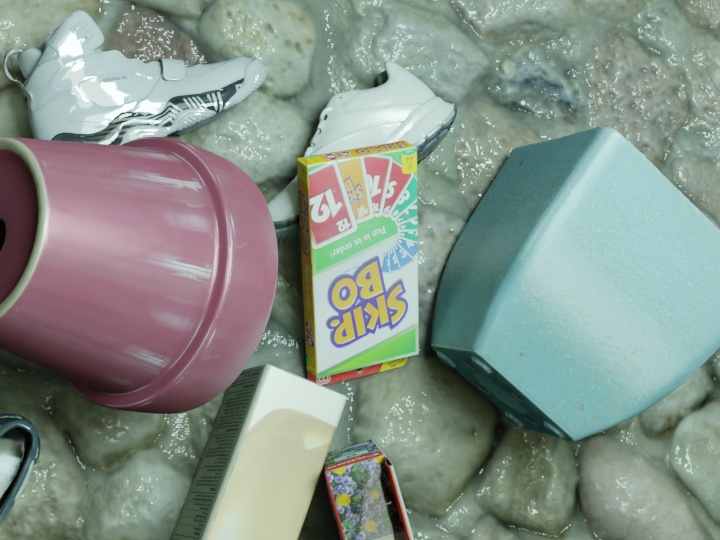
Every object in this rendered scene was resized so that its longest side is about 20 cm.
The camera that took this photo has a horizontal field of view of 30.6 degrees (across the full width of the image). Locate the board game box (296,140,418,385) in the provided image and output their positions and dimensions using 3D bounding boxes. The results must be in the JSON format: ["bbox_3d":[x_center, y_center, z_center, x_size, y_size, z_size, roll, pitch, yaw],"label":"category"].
[{"bbox_3d":[0.000,0.000,1.063,0.095,0.030,0.200,-12,117,-23],"label":"board game box"}]

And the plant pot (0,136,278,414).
[{"bbox_3d":[-0.187,-0.008,0.907,0.179,0.200,0.200,18,74,-50],"label":"plant pot"}]

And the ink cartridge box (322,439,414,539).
[{"bbox_3d":[0.008,0.192,0.988,0.050,0.200,0.109,-16,88,-4],"label":"ink cartridge box"}]

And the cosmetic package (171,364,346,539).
[{"bbox_3d":[-0.088,0.178,1.005,0.071,0.105,0.200,24,76,-16],"label":"cosmetic package"}]

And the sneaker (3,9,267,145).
[{"bbox_3d":[-0.176,-0.154,1.031,0.200,0.075,0.115,-27,96,-20],"label":"sneaker"}]

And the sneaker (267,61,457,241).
[{"bbox_3d":[-0.012,-0.098,1.104,0.200,0.075,0.087,-40,81,-25],"label":"sneaker"}]

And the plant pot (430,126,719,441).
[{"bbox_3d":[0.173,0.028,1.094,0.196,0.196,0.200,41,79,-12],"label":"plant pot"}]

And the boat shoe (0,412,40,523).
[{"bbox_3d":[-0.299,0.188,0.939,0.075,0.062,0.200,45,69,-13],"label":"boat shoe"}]
